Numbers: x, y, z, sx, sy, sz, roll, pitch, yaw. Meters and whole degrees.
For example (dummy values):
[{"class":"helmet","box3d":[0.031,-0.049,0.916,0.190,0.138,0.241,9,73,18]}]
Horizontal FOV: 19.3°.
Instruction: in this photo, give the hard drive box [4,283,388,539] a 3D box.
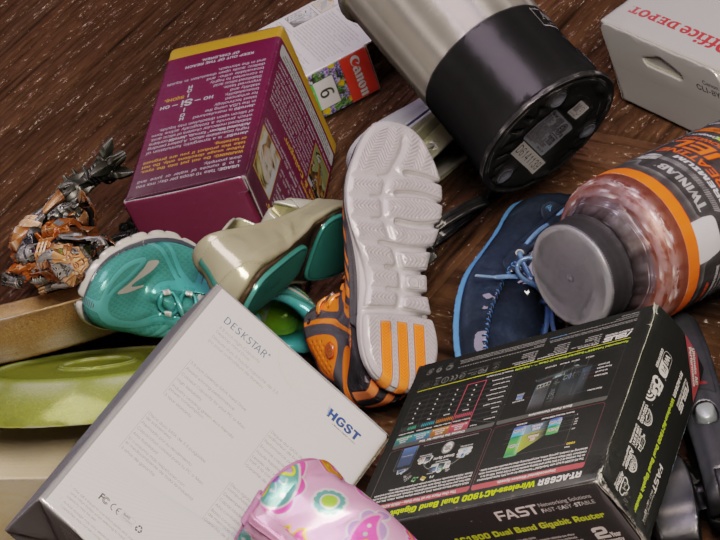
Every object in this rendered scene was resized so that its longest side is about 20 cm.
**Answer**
[{"class":"hard drive box","box3d":[-0.101,0.136,1.357,0.200,0.156,0.077,-51,6,-33]}]

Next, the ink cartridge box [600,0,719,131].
[{"class":"ink cartridge box","box3d":[0.307,-0.193,1.628,0.200,0.083,0.145,-36,39,-18]}]

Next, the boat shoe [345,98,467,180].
[{"class":"boat shoe","box3d":[0.082,-0.117,1.674,0.200,0.072,0.062,-36,63,-12]}]

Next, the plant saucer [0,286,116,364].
[{"class":"plant saucer","box3d":[-0.247,0.042,1.595,0.200,0.035,0.200,-14,4,1]}]

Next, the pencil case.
[{"class":"pencil case","box3d":[0.011,0.198,1.245,0.087,0.087,0.200,-35,56,-17]}]

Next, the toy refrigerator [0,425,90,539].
[{"class":"toy refrigerator","box3d":[-0.220,0.146,1.486,0.200,0.070,0.076,-3,37,21]}]

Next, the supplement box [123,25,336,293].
[{"class":"supplement box","box3d":[-0.097,-0.076,1.648,0.103,0.131,0.200,-10,38,17]}]

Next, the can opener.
[{"class":"can opener","box3d":[0.213,0.093,1.335,0.079,0.063,0.200,0,38,2]}]

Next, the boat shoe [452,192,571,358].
[{"class":"boat shoe","box3d":[0.118,0.005,1.475,0.069,0.084,0.200,-13,38,32]}]

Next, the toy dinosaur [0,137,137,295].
[{"class":"toy dinosaur","box3d":[-0.235,-0.030,1.680,0.136,0.102,0.200,-34,37,-18]}]

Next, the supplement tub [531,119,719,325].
[{"class":"supplement tub","box3d":[0.206,-0.028,1.410,0.200,0.107,0.107,-25,32,-37]}]

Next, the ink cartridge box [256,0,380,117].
[{"class":"ink cartridge box","box3d":[-0.040,-0.179,1.814,0.200,0.050,0.109,-28,37,-10]}]

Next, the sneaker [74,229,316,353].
[{"class":"sneaker","box3d":[-0.108,0.022,1.504,0.200,0.078,0.080,7,18,-38]}]

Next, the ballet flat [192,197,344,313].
[{"class":"ballet flat","box3d":[-0.055,-0.022,1.513,0.069,0.070,0.200,1,12,27]}]

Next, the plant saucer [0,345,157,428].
[{"class":"plant saucer","box3d":[-0.184,0.078,1.491,0.200,0.031,0.200,-4,5,0]}]

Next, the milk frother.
[{"class":"milk frother","box3d":[0.052,-0.125,1.551,0.200,0.181,0.188,-34,65,-8]}]

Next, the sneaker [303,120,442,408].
[{"class":"sneaker","box3d":[0.000,0.000,1.485,0.112,0.077,0.200,-30,52,59]}]

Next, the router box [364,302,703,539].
[{"class":"router box","box3d":[0.104,0.112,1.319,0.200,0.062,0.150,-17,33,39]}]
